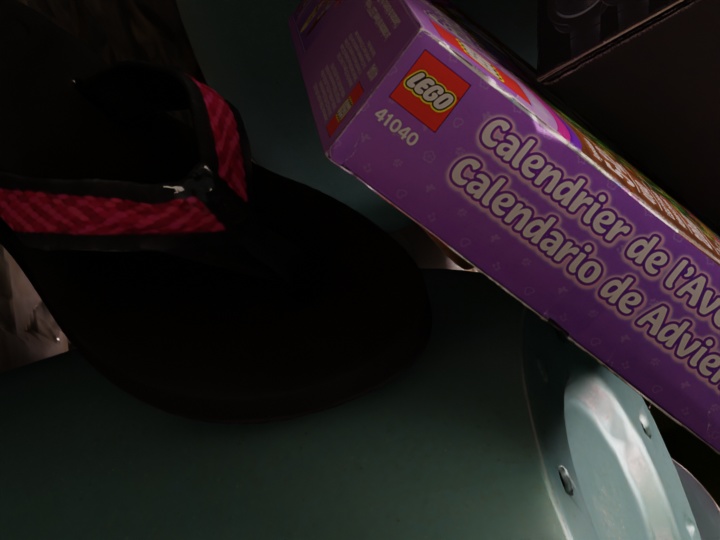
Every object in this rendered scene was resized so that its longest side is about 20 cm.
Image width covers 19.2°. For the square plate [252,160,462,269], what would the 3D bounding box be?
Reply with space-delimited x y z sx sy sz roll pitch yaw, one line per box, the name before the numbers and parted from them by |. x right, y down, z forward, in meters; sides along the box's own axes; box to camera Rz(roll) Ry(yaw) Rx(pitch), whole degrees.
square plate | 0.000 0.000 0.870 0.200 0.028 0.199 51 25 -38

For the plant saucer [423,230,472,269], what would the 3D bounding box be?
plant saucer | 0.005 -0.093 0.914 0.201 0.032 0.200 56 9 -14

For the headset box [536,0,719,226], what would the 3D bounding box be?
headset box | 0.135 -0.092 0.584 0.174 0.092 0.201 34 45 -34

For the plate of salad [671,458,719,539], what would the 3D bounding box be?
plate of salad | 0.078 0.155 0.675 0.048 0.200 0.201 10 51 -26

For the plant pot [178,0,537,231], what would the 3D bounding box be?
plant pot | 0.051 -0.127 0.741 0.200 0.160 0.202 29 55 -52

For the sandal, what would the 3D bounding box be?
sandal | -0.066 -0.027 0.547 0.200 0.075 0.045 35 -31 31

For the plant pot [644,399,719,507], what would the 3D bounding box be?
plant pot | 0.136 0.028 0.832 0.201 0.199 0.190 61 -5 -13

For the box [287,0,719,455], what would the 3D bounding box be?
box | 0.048 -0.026 0.571 0.136 0.039 0.200 36 10 -13

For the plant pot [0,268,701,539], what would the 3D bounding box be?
plant pot | 0.004 0.091 0.582 0.201 0.160 0.201 53 23 -34
